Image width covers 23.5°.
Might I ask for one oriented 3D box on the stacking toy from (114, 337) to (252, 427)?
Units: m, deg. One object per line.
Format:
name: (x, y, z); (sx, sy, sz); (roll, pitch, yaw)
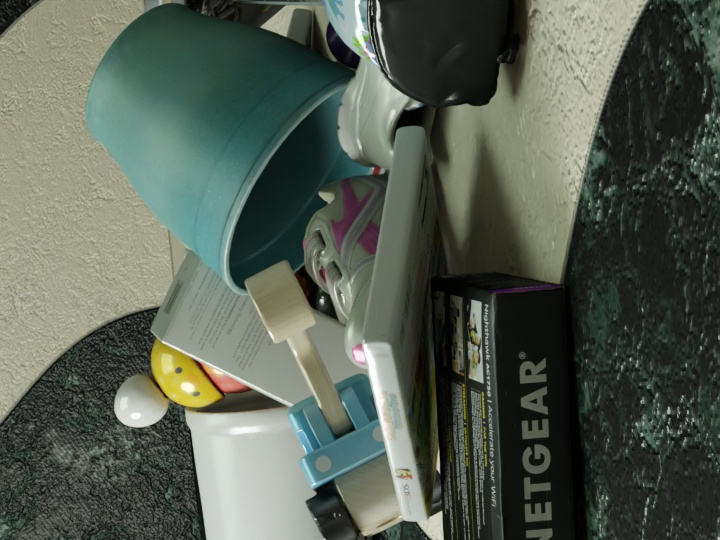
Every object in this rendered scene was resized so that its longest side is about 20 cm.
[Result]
stacking toy: (-0.145, 0.082, 1.628); (0.146, 0.200, 0.146); (51, 179, 1)

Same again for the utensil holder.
utensil holder: (-0.073, 0.219, 1.675); (0.170, 0.170, 0.200); (-173, 75, -78)

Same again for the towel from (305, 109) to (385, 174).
towel: (-0.080, -0.104, 1.517); (0.200, 0.023, 0.144); (39, 133, 11)

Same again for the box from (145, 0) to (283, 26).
box: (-0.112, -0.277, 1.553); (0.048, 0.200, 0.158); (34, 146, 17)

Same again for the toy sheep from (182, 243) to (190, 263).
toy sheep: (-0.143, -0.030, 1.972); (0.138, 0.138, 0.200); (-126, 36, -68)

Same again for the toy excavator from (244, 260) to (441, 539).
toy excavator: (-0.022, 0.104, 1.306); (0.200, 0.100, 0.194); (62, 178, 15)

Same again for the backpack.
backpack: (0.025, -0.225, 1.101); (0.163, 0.154, 0.200); (89, -178, -52)

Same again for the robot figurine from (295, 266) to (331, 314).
robot figurine: (-0.032, -0.051, 1.606); (0.145, 0.058, 0.200); (-107, 17, -45)

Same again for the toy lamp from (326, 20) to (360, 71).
toy lamp: (-0.009, -0.176, 1.445); (0.200, 0.058, 0.058); (128, 135, -75)

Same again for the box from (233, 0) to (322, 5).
box: (-0.037, -0.305, 1.338); (0.158, 0.048, 0.200); (13, 105, 51)

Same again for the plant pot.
plant pot: (-0.111, -0.115, 1.393); (0.188, 0.200, 0.200); (35, 146, 19)

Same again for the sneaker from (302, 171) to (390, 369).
sneaker: (0.000, 0.000, 1.280); (0.200, 0.088, 0.081); (-82, -14, -52)

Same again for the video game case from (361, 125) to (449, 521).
video game case: (0.035, 0.035, 1.168); (0.200, 0.023, 0.182); (-81, -16, -44)

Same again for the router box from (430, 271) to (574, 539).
router box: (0.090, 0.105, 1.106); (0.149, 0.051, 0.200); (-163, 70, -77)

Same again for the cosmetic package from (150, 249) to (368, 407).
cosmetic package: (-0.070, 0.065, 1.474); (0.085, 0.200, 0.108); (-64, 14, -3)

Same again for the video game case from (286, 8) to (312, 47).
video game case: (-0.073, -0.129, 1.707); (0.200, 0.022, 0.182); (-81, -3, -49)

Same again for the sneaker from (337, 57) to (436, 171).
sneaker: (0.032, -0.164, 1.267); (0.087, 0.074, 0.200); (33, 132, 52)
